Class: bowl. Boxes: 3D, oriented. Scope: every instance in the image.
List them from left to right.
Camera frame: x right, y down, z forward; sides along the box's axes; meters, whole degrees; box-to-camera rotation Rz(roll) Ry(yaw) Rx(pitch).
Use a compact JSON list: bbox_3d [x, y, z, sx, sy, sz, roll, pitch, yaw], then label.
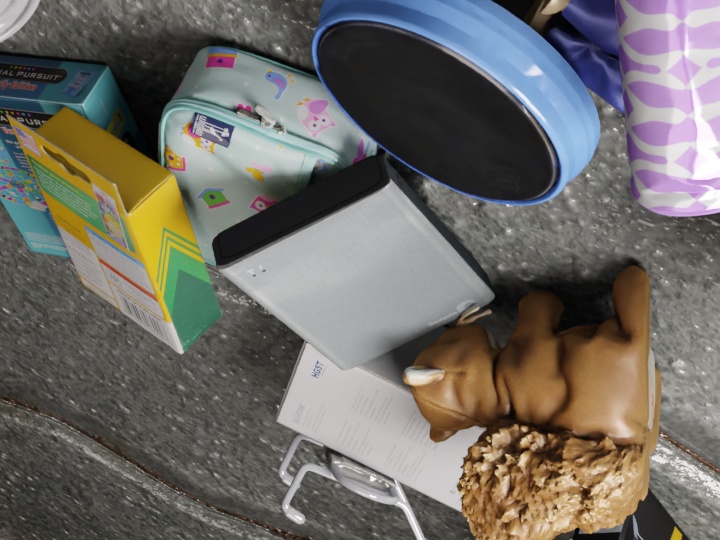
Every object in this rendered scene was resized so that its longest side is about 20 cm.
[{"bbox_3d":[0.056,-0.112,0.968,0.199,0.040,0.201,29,161,11],"label":"bowl"}]

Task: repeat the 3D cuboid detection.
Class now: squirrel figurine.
[{"bbox_3d":[0.122,0.109,1.121,0.185,0.202,0.142,0,147,16],"label":"squirrel figurine"}]

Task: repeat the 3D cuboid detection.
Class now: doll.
[{"bbox_3d":[0.194,-0.110,0.910,0.199,0.049,0.136,32,148,-7],"label":"doll"}]

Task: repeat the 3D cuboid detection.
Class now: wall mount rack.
[{"bbox_3d":[0.011,0.216,1.381,0.173,0.075,0.200,25,-175,-7],"label":"wall mount rack"}]

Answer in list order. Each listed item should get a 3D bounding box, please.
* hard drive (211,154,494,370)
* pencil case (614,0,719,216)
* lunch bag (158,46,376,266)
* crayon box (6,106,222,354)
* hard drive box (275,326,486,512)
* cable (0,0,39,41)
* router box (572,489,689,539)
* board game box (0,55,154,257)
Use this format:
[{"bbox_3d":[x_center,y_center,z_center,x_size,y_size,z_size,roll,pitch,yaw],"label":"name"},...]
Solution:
[{"bbox_3d":[0.000,0.000,1.110,0.139,0.033,0.200,-26,147,15],"label":"hard drive"},{"bbox_3d":[0.180,-0.126,0.812,0.085,0.084,0.202,-7,115,8],"label":"pencil case"},{"bbox_3d":[-0.068,-0.068,1.126,0.159,0.077,0.201,23,148,7],"label":"lunch bag"},{"bbox_3d":[-0.184,-0.039,1.154,0.125,0.052,0.201,32,153,30],"label":"crayon box"},{"bbox_3d":[0.040,0.111,1.297,0.199,0.077,0.156,26,147,1],"label":"hard drive box"},{"bbox_3d":[-0.312,-0.230,1.024,0.198,0.070,0.201,-12,144,8],"label":"cable"},{"bbox_3d":[0.233,0.304,1.312,0.052,0.201,0.157,-11,131,39],"label":"router box"},{"bbox_3d":[-0.243,-0.087,1.251,0.150,0.047,0.201,9,143,25],"label":"board game box"}]
